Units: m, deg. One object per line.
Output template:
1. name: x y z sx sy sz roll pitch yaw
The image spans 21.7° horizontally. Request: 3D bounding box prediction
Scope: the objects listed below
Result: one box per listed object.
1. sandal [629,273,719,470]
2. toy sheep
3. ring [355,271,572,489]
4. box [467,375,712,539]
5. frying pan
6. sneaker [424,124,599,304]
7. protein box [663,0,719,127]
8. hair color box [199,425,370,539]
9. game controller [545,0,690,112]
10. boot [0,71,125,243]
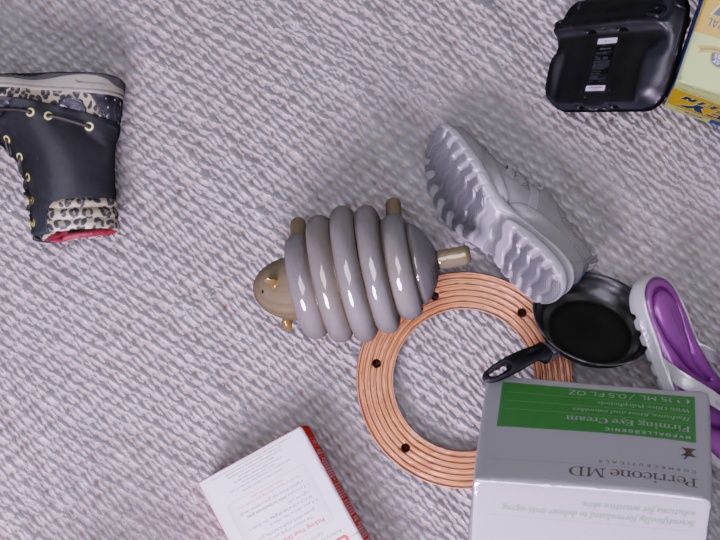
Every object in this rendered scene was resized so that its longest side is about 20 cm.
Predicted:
1. sandal: 0.303 0.094 1.664 0.050 0.082 0.203 -25 99 46
2. toy sheep: 0.000 0.000 1.687 0.200 0.138 0.138 -15 86 8
3. ring: 0.095 0.101 1.733 0.200 0.019 0.201 0 88 6
4. box: 0.193 0.219 1.605 0.199 0.171 0.200 4 120 6
5. frying pan: 0.193 0.069 1.665 0.115 0.031 0.190 25 47 13
6. sneaker: 0.135 -0.055 1.720 0.200 0.082 0.075 52 137 17
7. protein box: 0.362 -0.225 1.629 0.135 0.199 0.200 19 90 6
8. hair color box: -0.051 0.255 1.718 0.111 0.064 0.200 -29 83 3
9. game controller: 0.224 -0.191 1.652 0.042 0.200 0.104 6 92 -22
10. boot: -0.319 -0.104 1.756 0.203 0.073 0.154 -3 82 3
